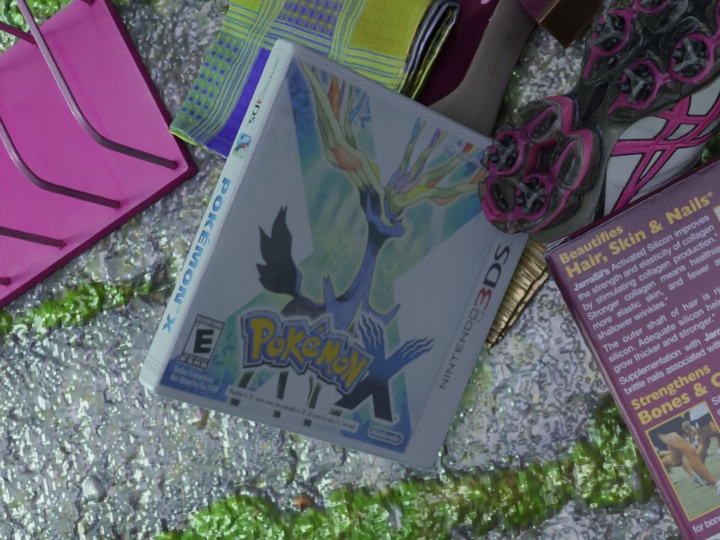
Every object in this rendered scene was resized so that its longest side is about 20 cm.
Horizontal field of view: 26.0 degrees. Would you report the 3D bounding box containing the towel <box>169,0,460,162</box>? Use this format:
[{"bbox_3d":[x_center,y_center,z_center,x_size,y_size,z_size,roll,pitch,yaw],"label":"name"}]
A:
[{"bbox_3d":[-0.032,-0.115,0.890,0.199,0.023,0.145,31,98,48],"label":"towel"}]

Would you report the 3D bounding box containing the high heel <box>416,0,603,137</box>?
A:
[{"bbox_3d":[0.045,-0.116,0.890,0.200,0.067,0.096,-42,48,5],"label":"high heel"}]

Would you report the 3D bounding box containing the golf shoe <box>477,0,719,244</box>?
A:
[{"bbox_3d":[0.150,-0.088,0.801,0.200,0.091,0.073,-44,53,34],"label":"golf shoe"}]

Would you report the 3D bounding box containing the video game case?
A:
[{"bbox_3d":[0.000,0.000,0.816,0.022,0.199,0.184,26,94,50],"label":"video game case"}]

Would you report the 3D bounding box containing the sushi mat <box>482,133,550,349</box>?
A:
[{"bbox_3d":[0.033,-0.055,0.911,0.200,0.012,0.096,42,100,18],"label":"sushi mat"}]

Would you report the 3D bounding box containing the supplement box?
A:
[{"bbox_3d":[0.200,0.051,0.793,0.130,0.103,0.202,-28,78,16],"label":"supplement box"}]

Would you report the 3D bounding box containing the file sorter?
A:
[{"bbox_3d":[-0.233,-0.074,0.952,0.199,0.125,0.140,-33,75,15],"label":"file sorter"}]
